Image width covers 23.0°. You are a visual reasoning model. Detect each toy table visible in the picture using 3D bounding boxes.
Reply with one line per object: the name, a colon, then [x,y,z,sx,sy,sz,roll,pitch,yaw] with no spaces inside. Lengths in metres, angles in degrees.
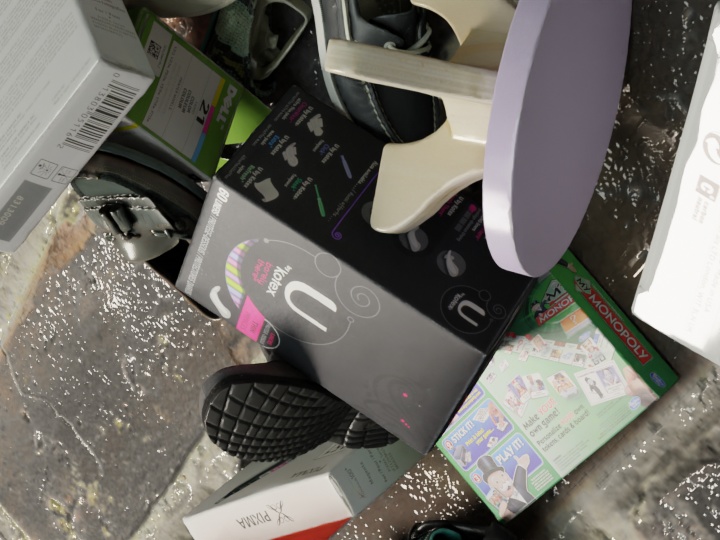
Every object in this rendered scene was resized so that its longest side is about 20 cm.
toy table: [0.074,-0.108,1.024,0.116,0.183,0.202,14,84,30]

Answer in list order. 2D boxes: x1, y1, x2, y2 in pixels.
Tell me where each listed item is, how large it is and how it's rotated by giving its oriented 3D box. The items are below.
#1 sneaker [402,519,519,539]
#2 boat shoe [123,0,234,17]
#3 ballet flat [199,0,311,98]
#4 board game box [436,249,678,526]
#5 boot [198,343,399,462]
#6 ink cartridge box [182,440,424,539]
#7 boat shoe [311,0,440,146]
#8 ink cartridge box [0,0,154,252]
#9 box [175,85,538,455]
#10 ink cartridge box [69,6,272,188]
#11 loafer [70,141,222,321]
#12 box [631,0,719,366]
sneaker: [0.049,0.216,1.309,0.198,0.076,0.080,-11,127,36]
boat shoe: [-0.147,-0.199,1.151,0.200,0.061,0.072,-6,154,38]
ballet flat: [-0.059,-0.195,1.173,0.074,0.074,0.201,39,138,17]
board game box: [0.110,0.075,1.201,0.135,0.029,0.200,50,139,8]
boot: [-0.056,0.059,1.204,0.070,0.199,0.132,-50,56,23]
ink cartridge box: [-0.071,0.185,1.331,0.199,0.173,0.044,-24,99,48]
boat shoe: [0.010,-0.159,1.112,0.060,0.075,0.202,-6,112,51]
ink cartridge box: [-0.218,-0.137,1.133,0.160,0.047,0.201,-47,47,26]
box: [0.000,0.000,1.122,0.199,0.106,0.123,32,141,6]
ink cartridge box: [-0.137,-0.088,1.217,0.147,0.076,0.200,-2,151,43]
loafer: [-0.129,-0.024,1.183,0.071,0.064,0.200,3,162,30]
box: [0.269,-0.034,0.905,0.199,0.130,0.201,31,133,26]
